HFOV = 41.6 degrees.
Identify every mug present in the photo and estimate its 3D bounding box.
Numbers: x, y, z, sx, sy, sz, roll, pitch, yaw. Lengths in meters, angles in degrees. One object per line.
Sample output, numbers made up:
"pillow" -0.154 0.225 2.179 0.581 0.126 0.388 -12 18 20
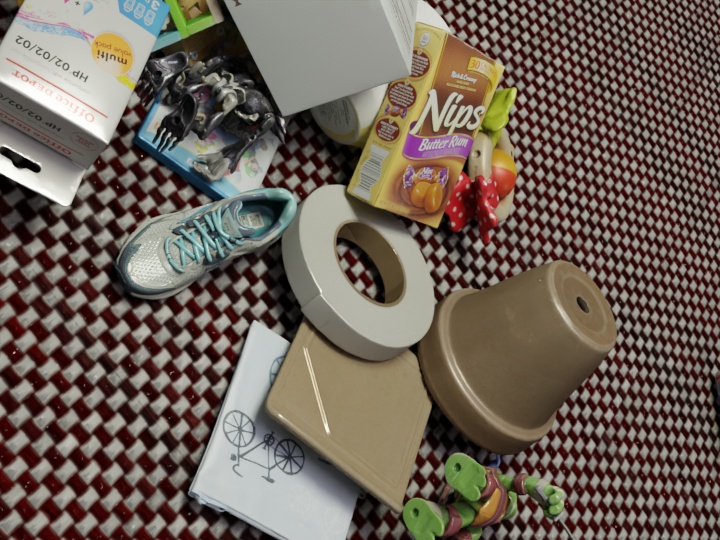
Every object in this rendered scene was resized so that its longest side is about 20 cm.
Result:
"mug" 0.029 -0.208 1.114 0.153 0.149 0.187 -40 92 -31

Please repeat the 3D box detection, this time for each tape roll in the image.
"tape roll" 0.000 0.000 1.046 0.201 0.037 0.206 29 43 -31

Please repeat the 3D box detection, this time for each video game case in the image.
"video game case" -0.148 -0.177 1.042 0.142 0.018 0.203 35 56 -23

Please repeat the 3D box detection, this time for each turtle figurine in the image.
"turtle figurine" 0.144 0.275 0.996 0.193 0.142 0.204 31 48 -51

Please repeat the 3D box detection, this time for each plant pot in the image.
"plant pot" 0.192 0.082 1.076 0.198 0.174 0.203 29 41 -28

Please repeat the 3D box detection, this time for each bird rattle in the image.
"bird rattle" 0.167 -0.126 1.204 0.163 0.111 0.204 29 54 -58

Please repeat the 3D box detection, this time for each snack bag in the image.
"snack bag" -0.067 0.180 0.967 0.187 0.021 0.203 35 53 -24

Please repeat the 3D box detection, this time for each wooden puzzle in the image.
"wooden puzzle" -0.006 0.130 1.004 0.184 0.037 0.202 41 41 -18

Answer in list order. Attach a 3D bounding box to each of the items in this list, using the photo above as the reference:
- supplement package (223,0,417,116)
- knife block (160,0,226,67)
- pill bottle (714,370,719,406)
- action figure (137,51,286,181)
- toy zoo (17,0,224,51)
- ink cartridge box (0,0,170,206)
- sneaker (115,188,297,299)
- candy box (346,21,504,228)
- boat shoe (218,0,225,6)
"supplement package" -0.034 -0.297 0.996 0.202 0.149 0.152 -83 152 -48
"knife block" -0.245 -0.319 0.994 0.064 0.173 0.202 -49 143 -31
"pill bottle" 0.593 0.242 1.393 0.111 0.112 0.204 8 69 -34
"action figure" -0.151 -0.164 0.964 0.120 0.101 0.199 60 23 8
"toy zoo" -0.246 -0.263 0.908 0.021 0.197 0.133 -108 176 -59
"ink cartridge box" -0.259 -0.174 0.832 0.114 0.068 0.203 28 62 -24
"sneaker" -0.149 -0.039 0.938 0.198 0.086 0.079 -29 93 -31
"candy box" 0.074 -0.160 1.067 0.116 0.056 0.203 14 101 -46
"boat shoe" -0.125 -0.347 1.084 0.199 0.063 0.074 -21 85 -49
